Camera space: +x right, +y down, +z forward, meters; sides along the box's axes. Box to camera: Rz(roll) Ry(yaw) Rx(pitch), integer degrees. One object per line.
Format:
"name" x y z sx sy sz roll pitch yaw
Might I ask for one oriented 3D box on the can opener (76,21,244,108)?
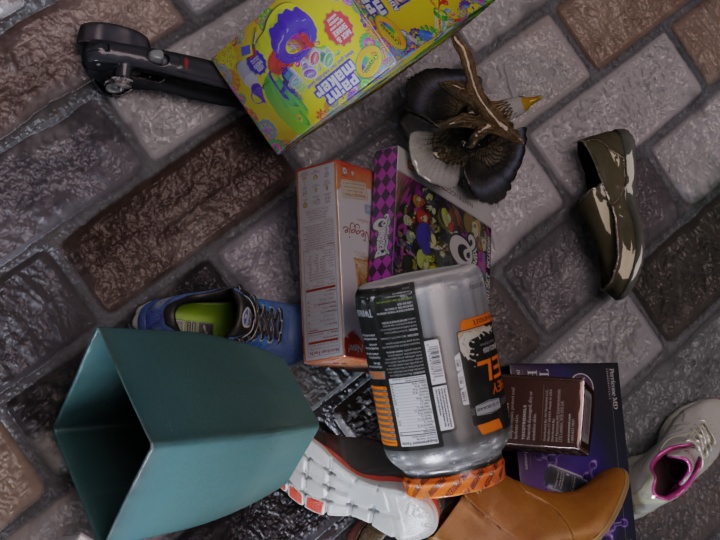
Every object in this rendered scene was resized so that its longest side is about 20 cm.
"can opener" -0.187 -0.201 1.458 0.199 0.063 0.079 11 73 -22

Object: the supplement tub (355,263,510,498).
"supplement tub" 0.070 0.101 1.340 0.122 0.122 0.201 -13 94 -26

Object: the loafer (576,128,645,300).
"loafer" 0.275 -0.064 1.641 0.069 0.075 0.201 3 72 -12

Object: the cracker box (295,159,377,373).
"cracker box" 0.000 0.000 1.471 0.134 0.057 0.202 12 71 -52

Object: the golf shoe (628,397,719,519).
"golf shoe" 0.358 0.206 1.599 0.200 0.091 0.076 -37 93 -28

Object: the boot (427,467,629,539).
"boot" 0.168 0.230 1.435 0.144 0.071 0.201 44 63 -4

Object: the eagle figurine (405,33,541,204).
"eagle figurine" 0.121 -0.153 1.532 0.150 0.200 0.153 9 88 -5

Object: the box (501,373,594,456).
"box" 0.128 0.141 1.445 0.199 0.100 0.076 4 81 16

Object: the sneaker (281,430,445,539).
"sneaker" -0.005 0.198 1.430 0.199 0.077 0.082 26 32 13

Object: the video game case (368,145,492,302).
"video game case" 0.074 -0.004 1.496 0.181 0.036 0.201 28 59 -47

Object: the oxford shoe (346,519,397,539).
"oxford shoe" 0.004 0.336 1.413 0.070 0.074 0.201 17 71 -20

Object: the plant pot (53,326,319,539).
"plant pot" -0.150 0.146 1.330 0.199 0.142 0.142 0 44 -36

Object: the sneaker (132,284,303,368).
"sneaker" -0.116 0.059 1.413 0.199 0.089 0.079 2 77 -31

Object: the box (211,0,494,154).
"box" -0.006 -0.241 1.449 0.122 0.200 0.192 55 45 -4

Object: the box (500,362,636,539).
"box" 0.208 0.202 1.539 0.140 0.079 0.202 1 77 -27

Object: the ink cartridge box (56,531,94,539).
"ink cartridge box" -0.217 0.350 1.303 0.200 0.086 0.147 36 66 -15
